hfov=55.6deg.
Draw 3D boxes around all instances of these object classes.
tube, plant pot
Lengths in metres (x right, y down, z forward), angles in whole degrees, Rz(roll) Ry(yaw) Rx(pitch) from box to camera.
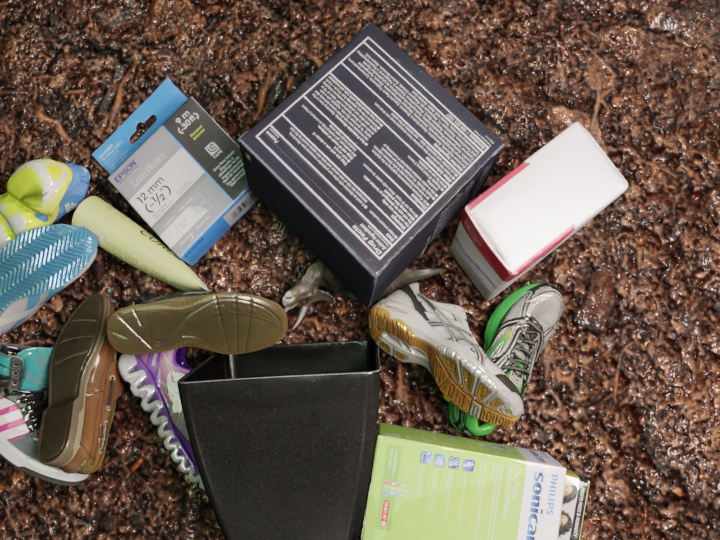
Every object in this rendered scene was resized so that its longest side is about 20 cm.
[{"bbox_3d":[-0.257,-0.020,0.828,0.197,0.058,0.053,32,119,10],"label":"tube"},{"bbox_3d":[-0.073,0.183,0.738,0.194,0.200,0.183,-2,92,1],"label":"plant pot"}]

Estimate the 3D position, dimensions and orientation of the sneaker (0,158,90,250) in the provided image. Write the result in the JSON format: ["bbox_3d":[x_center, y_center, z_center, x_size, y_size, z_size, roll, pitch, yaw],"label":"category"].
[{"bbox_3d":[-0.403,-0.069,0.840,0.197,0.105,0.077,-27,92,27],"label":"sneaker"}]

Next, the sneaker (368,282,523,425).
[{"bbox_3d":[0.103,0.079,0.738,0.199,0.077,0.087,37,52,24],"label":"sneaker"}]

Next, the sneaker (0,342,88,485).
[{"bbox_3d":[-0.379,0.150,0.802,0.197,0.084,0.123,32,94,7],"label":"sneaker"}]

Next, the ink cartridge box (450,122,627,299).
[{"bbox_3d":[0.181,-0.054,0.743,0.146,0.200,0.086,-37,82,-4],"label":"ink cartridge box"}]

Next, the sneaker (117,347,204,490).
[{"bbox_3d":[-0.197,0.161,0.797,0.088,0.081,0.202,-34,82,-11],"label":"sneaker"}]

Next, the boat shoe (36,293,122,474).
[{"bbox_3d":[-0.314,0.130,0.789,0.070,0.068,0.205,-9,59,26],"label":"boat shoe"}]

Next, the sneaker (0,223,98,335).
[{"bbox_3d":[-0.397,0.011,0.814,0.197,0.081,0.078,-33,91,1],"label":"sneaker"}]

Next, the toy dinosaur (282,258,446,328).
[{"bbox_3d":[0.000,0.000,0.816,0.194,0.078,0.104,-2,127,-10],"label":"toy dinosaur"}]

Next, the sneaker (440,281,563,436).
[{"bbox_3d":[0.176,0.105,0.780,0.077,0.085,0.202,34,86,-15],"label":"sneaker"}]

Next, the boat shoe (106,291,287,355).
[{"bbox_3d":[-0.183,0.054,0.779,0.195,0.066,0.074,-3,106,-12],"label":"boat shoe"}]

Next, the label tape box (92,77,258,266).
[{"bbox_3d":[-0.229,-0.130,0.841,0.143,0.066,0.200,-44,85,-4],"label":"label tape box"}]

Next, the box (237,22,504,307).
[{"bbox_3d":[0.008,-0.110,0.729,0.200,0.124,0.198,44,74,10],"label":"box"}]

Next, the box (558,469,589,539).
[{"bbox_3d":[0.155,0.249,0.785,0.195,0.050,0.077,14,85,4],"label":"box"}]

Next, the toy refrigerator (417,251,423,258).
[{"bbox_3d":[0.008,-0.102,0.827,0.197,0.070,0.077,32,84,5],"label":"toy refrigerator"}]

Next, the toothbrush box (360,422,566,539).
[{"bbox_3d":[0.102,0.256,0.719,0.194,0.086,0.150,8,87,4],"label":"toothbrush box"}]
